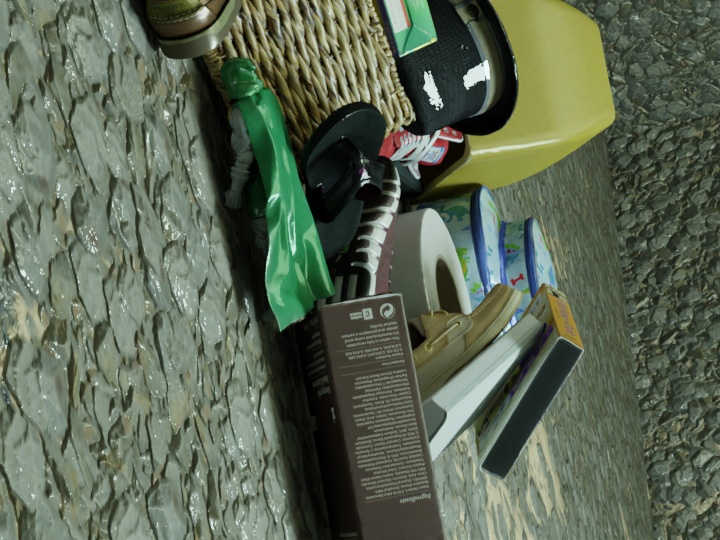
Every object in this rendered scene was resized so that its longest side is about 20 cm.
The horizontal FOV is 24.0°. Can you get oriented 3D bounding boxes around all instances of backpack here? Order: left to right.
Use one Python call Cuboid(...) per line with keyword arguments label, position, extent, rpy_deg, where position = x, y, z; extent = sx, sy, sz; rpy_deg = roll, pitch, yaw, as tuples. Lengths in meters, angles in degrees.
Cuboid(label="backpack", position=(0.136, 0.012, 1.840), extent=(0.183, 0.147, 0.200), rpy_deg=(-73, 145, -67))

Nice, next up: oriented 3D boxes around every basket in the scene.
Cuboid(label="basket", position=(-0.072, -0.182, 1.371), extent=(0.143, 0.149, 0.200), rpy_deg=(42, -20, 50))

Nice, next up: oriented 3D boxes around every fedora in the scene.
Cuboid(label="fedora", position=(0.049, -0.196, 1.546), extent=(0.092, 0.201, 0.201), rpy_deg=(-35, 121, -29))

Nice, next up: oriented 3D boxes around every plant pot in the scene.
Cuboid(label="plant pot", position=(0.159, -0.196, 1.844), extent=(0.194, 0.200, 0.196), rpy_deg=(143, -61, -68))

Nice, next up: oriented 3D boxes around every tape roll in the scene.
Cuboid(label="tape roll", position=(0.057, 0.043, 1.664), extent=(0.202, 0.071, 0.202), rpy_deg=(-13, 90, -76))

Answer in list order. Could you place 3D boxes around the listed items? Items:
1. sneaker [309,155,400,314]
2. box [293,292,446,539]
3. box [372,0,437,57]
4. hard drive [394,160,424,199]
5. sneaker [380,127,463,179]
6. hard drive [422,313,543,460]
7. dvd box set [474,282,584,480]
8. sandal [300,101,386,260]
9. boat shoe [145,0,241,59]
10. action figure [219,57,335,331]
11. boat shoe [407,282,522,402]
Cuboid(label="sneaker", position=(0.000, 0.000, 1.502), extent=(0.116, 0.076, 0.200), rpy_deg=(70, 26, -46))
Cuboid(label="box", position=(0.006, 0.126, 1.327), extent=(0.100, 0.075, 0.200), rpy_deg=(143, -64, -73))
Cuboid(label="box", position=(-0.022, -0.248, 1.473), extent=(0.200, 0.048, 0.117), rpy_deg=(13, -54, 57))
Cuboid(label="hard drive", position=(0.022, -0.184, 1.789), extent=(0.140, 0.033, 0.200), rpy_deg=(25, 54, -72))
Cuboid(label="sneaker", position=(0.038, -0.122, 1.638), extent=(0.112, 0.071, 0.200), rpy_deg=(42, 30, -16))
Cuboid(label="hard drive", position=(0.083, 0.123, 1.495), extent=(0.026, 0.132, 0.200), rpy_deg=(40, 34, 11))
Cuboid(label="dvd box set", position=(0.154, 0.101, 1.594), extent=(0.146, 0.029, 0.200), rpy_deg=(-60, -175, 12))
Cuboid(label="sandal", position=(-0.009, -0.063, 1.355), extent=(0.048, 0.075, 0.200), rpy_deg=(51, -24, 23))
Cuboid(label="boat shoe", position=(-0.113, -0.238, 1.238), extent=(0.200, 0.072, 0.068), rpy_deg=(-85, 159, -50))
Cuboid(label="action figure", position=(-0.072, -0.065, 1.288), extent=(0.118, 0.055, 0.200), rpy_deg=(-49, 129, -70))
Cuboid(label="boat shoe", position=(0.069, 0.069, 1.522), extent=(0.200, 0.069, 0.074), rpy_deg=(-44, 174, -31))
